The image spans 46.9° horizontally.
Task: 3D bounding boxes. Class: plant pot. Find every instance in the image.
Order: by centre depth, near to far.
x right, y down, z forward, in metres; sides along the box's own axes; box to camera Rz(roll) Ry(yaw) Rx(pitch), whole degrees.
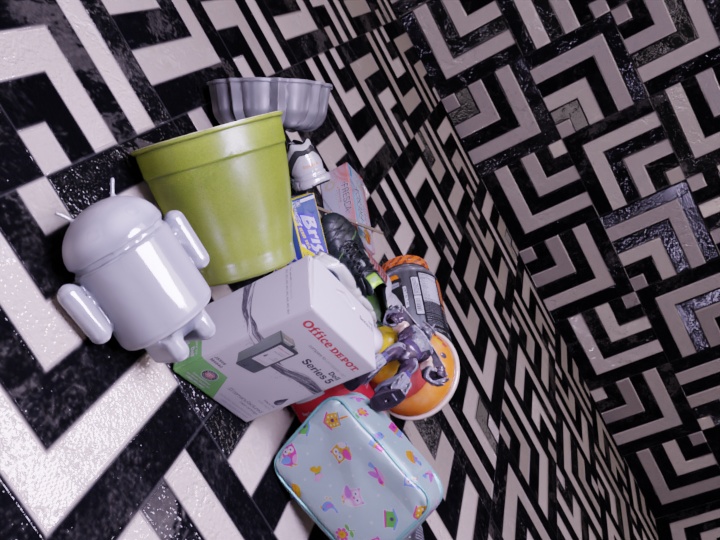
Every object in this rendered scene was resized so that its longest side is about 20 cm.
[{"bbox_3d":[-0.172,-0.087,1.080,0.200,0.200,0.193,-42,118,-69],"label":"plant pot"}]

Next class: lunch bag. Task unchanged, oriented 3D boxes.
[{"bbox_3d":[-0.007,0.264,1.060,0.200,0.160,0.077,45,20,18],"label":"lunch bag"}]

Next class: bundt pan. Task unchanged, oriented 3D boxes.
[{"bbox_3d":[-0.143,-0.262,1.332,0.202,0.202,0.076,-18,109,-70],"label":"bundt pan"}]

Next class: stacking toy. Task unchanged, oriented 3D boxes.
[{"bbox_3d":[0.046,0.130,1.220,0.200,0.146,0.146,37,35,-52],"label":"stacking toy"}]

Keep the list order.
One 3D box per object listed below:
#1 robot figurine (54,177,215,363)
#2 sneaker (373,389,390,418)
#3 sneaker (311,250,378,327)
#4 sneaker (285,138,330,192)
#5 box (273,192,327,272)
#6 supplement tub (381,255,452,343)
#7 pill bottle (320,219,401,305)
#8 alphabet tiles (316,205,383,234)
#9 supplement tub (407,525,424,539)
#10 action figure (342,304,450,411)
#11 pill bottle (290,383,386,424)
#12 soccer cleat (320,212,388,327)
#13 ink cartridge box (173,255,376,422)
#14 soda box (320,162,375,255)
[{"bbox_3d":[-0.238,0.005,0.885,0.170,0.113,0.200,-43,110,-38],"label":"robot figurine"},{"bbox_3d":[0.021,0.260,1.295,0.200,0.071,0.112,65,15,21],"label":"sneaker"},{"bbox_3d":[-0.038,0.051,1.221,0.077,0.080,0.200,32,-17,42],"label":"sneaker"},{"bbox_3d":[-0.108,-0.176,1.348,0.200,0.074,0.080,11,-56,64],"label":"sneaker"},{"bbox_3d":[-0.090,-0.012,1.259,0.070,0.064,0.200,-29,108,-56],"label":"box"},{"bbox_3d":[0.094,0.078,1.529,0.123,0.122,0.200,43,29,-46],"label":"supplement tub"},{"bbox_3d":[-0.019,0.016,1.394,0.200,0.112,0.112,49,25,-25],"label":"pill bottle"},{"bbox_3d":[-0.054,-0.100,1.430,0.006,0.166,0.200,-69,159,3],"label":"alphabet tiles"},{"bbox_3d":[0.042,0.419,1.120,0.107,0.107,0.200,44,30,-45],"label":"supplement tub"},{"bbox_3d":[0.061,0.117,1.122,0.130,0.069,0.200,46,35,4],"label":"action figure"},{"bbox_3d":[-0.048,0.166,1.172,0.200,0.112,0.112,61,21,-11],"label":"pill bottle"},{"bbox_3d":[0.000,0.000,1.285,0.067,0.081,0.200,-29,102,-26],"label":"soccer cleat"},{"bbox_3d":[-0.101,0.087,1.003,0.146,0.200,0.084,47,27,-40],"label":"ink cartridge box"},{"bbox_3d":[-0.027,-0.109,1.599,0.064,0.068,0.200,42,30,-46],"label":"soda box"}]
